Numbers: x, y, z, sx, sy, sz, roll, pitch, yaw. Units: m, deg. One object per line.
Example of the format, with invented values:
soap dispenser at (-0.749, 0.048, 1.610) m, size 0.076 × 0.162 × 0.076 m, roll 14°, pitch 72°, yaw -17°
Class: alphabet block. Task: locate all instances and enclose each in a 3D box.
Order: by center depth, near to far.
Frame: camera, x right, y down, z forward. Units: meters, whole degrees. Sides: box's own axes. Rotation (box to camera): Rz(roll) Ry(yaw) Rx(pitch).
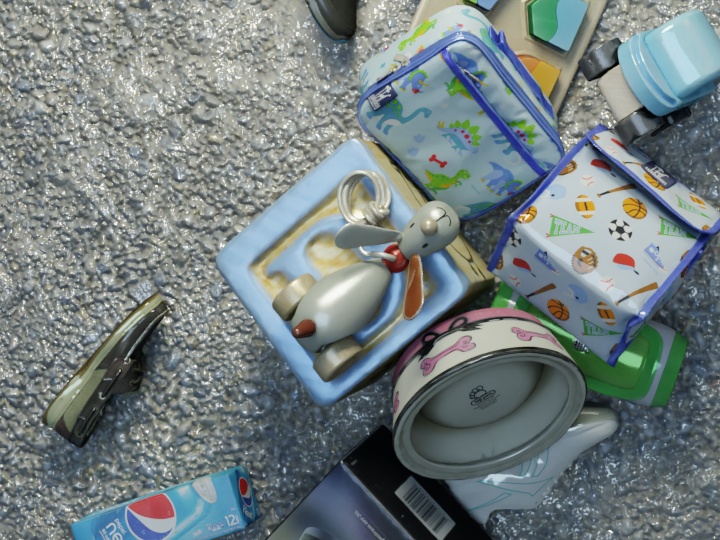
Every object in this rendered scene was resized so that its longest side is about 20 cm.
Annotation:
alphabet block at (0.000, 0.000, 1.406) m, size 0.196 × 0.200 × 0.196 m, roll -37°, pitch 85°, yaw 12°

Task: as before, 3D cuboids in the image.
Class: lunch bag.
lunch bag at (0.254, -0.041, 1.366) m, size 0.170 × 0.124 × 0.200 m, roll 40°, pitch 59°, yaw 12°
lunch bag at (0.103, -0.157, 1.379) m, size 0.160 × 0.083 × 0.200 m, roll -28°, pitch 124°, yaw 23°

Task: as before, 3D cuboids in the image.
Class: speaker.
speaker at (0.231, 0.072, 1.414) m, size 0.198 × 0.088 × 0.090 m, roll 20°, pitch 96°, yaw 11°

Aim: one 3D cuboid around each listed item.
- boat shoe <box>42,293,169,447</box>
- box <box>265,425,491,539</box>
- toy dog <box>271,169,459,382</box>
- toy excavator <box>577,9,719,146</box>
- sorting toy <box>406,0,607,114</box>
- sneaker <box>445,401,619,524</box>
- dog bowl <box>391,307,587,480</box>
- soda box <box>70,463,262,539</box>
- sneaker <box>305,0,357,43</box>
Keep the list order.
boat shoe at (-0.275, 0.114, 1.543) m, size 0.066 × 0.072 × 0.201 m, roll 42°, pitch 100°, yaw -2°
box at (0.011, 0.312, 1.425) m, size 0.200 × 0.123 × 0.199 m, roll 45°, pitch 116°, yaw 8°
toy dog at (-0.003, 0.011, 1.255) m, size 0.131 × 0.096 × 0.202 m, roll 30°, pitch 98°, yaw 9°
toy excavator at (0.346, -0.223, 1.361) m, size 0.199 × 0.194 × 0.101 m, roll -32°, pitch 84°, yaw 40°
sorting toy at (0.147, -0.244, 1.411) m, size 0.183 × 0.036 × 0.202 m, roll 23°, pitch 99°, yaw -15°
sneaker at (0.185, 0.200, 1.445) m, size 0.198 × 0.070 × 0.081 m, roll -25°, pitch 101°, yaw 16°
dog bowl at (0.118, 0.117, 1.344) m, size 0.199 × 0.200 × 0.074 m, roll -29°, pitch 49°, yaw 12°
soda box at (-0.216, 0.279, 1.531) m, size 0.198 × 0.068 × 0.065 m, roll -20°, pitch 88°, yaw 13°
sneaker at (-0.021, -0.345, 1.457) m, size 0.081 × 0.073 × 0.203 m, roll -7°, pitch 91°, yaw 23°
